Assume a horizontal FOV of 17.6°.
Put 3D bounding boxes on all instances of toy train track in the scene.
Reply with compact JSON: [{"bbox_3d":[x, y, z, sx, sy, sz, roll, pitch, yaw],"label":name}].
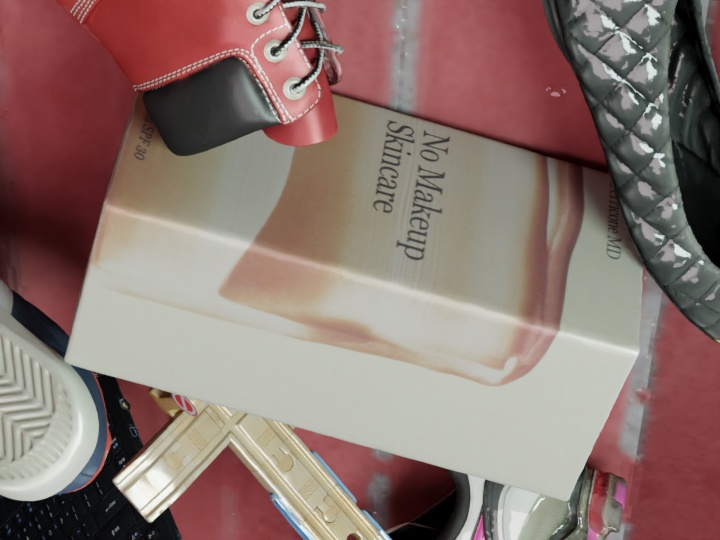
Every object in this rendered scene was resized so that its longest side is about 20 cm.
[{"bbox_3d":[-0.021,0.082,0.929,0.200,0.115,0.033,51,155,-16],"label":"toy train track"}]

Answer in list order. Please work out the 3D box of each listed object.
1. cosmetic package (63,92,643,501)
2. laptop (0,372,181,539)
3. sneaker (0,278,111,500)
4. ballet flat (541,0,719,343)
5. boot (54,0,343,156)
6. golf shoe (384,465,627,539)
[{"bbox_3d":[0.000,0.000,0.877,0.199,0.104,0.087,15,131,-6],"label":"cosmetic package"},{"bbox_3d":[-0.179,0.114,0.996,0.103,0.200,0.177,1,144,-44],"label":"laptop"},{"bbox_3d":[-0.173,0.016,0.912,0.075,0.085,0.200,-42,76,1],"label":"sneaker"},{"bbox_3d":[0.122,-0.045,0.840,0.057,0.067,0.200,-5,129,34],"label":"ballet flat"},{"bbox_3d":[-0.024,-0.123,0.770,0.200,0.072,0.144,-34,97,39],"label":"boot"},{"bbox_3d":[0.037,0.147,1.021,0.092,0.073,0.200,26,120,-3],"label":"golf shoe"}]
